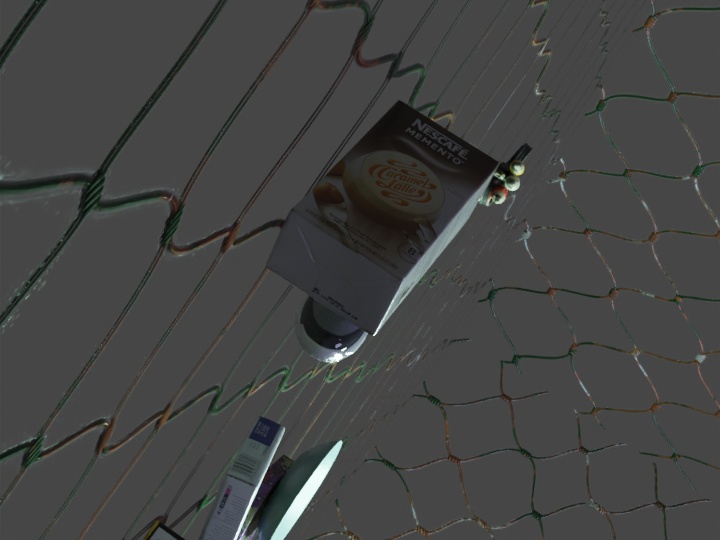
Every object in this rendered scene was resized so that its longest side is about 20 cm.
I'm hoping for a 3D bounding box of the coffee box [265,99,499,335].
[{"bbox_3d":[0.022,-0.050,1.426,0.200,0.114,0.080,-50,170,-46],"label":"coffee box"}]

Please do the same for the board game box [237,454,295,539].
[{"bbox_3d":[-0.163,0.359,2.299,0.200,0.032,0.120,-59,176,16],"label":"board game box"}]

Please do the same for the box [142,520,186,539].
[{"bbox_3d":[-0.248,0.368,1.721,0.160,0.049,0.200,-55,173,-28],"label":"box"}]

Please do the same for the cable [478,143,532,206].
[{"bbox_3d":[0.243,-0.149,2.641,0.097,0.050,0.200,-58,171,20],"label":"cable"}]

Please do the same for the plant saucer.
[{"bbox_3d":[-0.096,0.314,2.302,0.201,0.039,0.201,-56,171,-13],"label":"plant saucer"}]

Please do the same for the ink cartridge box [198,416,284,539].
[{"bbox_3d":[-0.151,0.282,1.816,0.196,0.043,0.200,-66,-179,-76],"label":"ink cartridge box"}]

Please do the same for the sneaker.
[{"bbox_3d":[0.000,0.000,1.660,0.200,0.075,0.114,-57,175,-47],"label":"sneaker"}]
